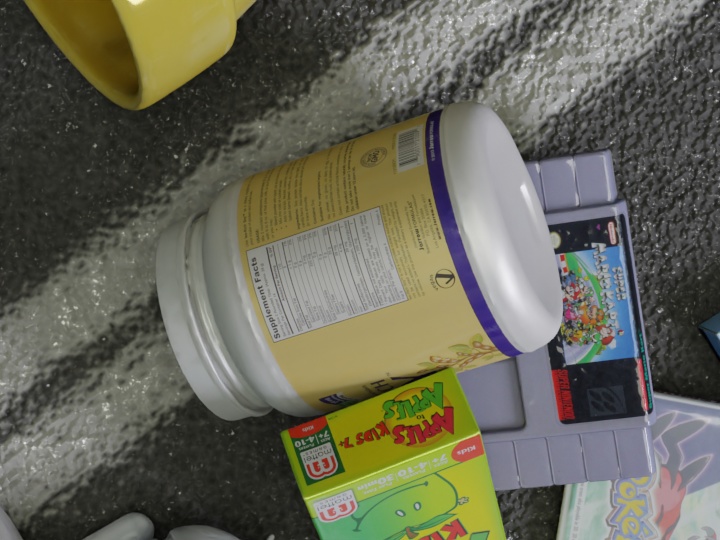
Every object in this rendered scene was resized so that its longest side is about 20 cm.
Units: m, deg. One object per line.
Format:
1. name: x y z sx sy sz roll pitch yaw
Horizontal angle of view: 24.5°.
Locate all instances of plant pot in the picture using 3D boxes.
1. plant pot: -0.101 -0.221 0.916 0.189 0.201 0.201 -35 97 -15

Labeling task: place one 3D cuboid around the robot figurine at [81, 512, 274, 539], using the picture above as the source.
1. robot figurine: -0.129 0.223 0.979 0.200 0.113 0.170 -23 60 -12

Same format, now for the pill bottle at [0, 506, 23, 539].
1. pill bottle: -0.300 0.206 0.971 0.200 0.111 0.111 -41 97 0

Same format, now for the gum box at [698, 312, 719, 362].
1. gum box: 0.344 0.054 1.045 0.200 0.045 0.170 -32 96 -2

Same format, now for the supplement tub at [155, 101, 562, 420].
1. supplement tub: 0.000 0.000 0.942 0.200 0.145 0.146 -18 97 17

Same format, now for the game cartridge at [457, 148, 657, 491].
1. game cartridge: 0.107 0.032 1.010 0.129 0.038 0.200 -7 96 20

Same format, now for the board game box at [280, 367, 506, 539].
1. board game box: 0.028 0.144 0.961 0.101 0.200 0.048 -21 52 -3

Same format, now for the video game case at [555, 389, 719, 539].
1. video game case: 0.211 0.180 1.025 0.182 0.023 0.200 10 95 15
